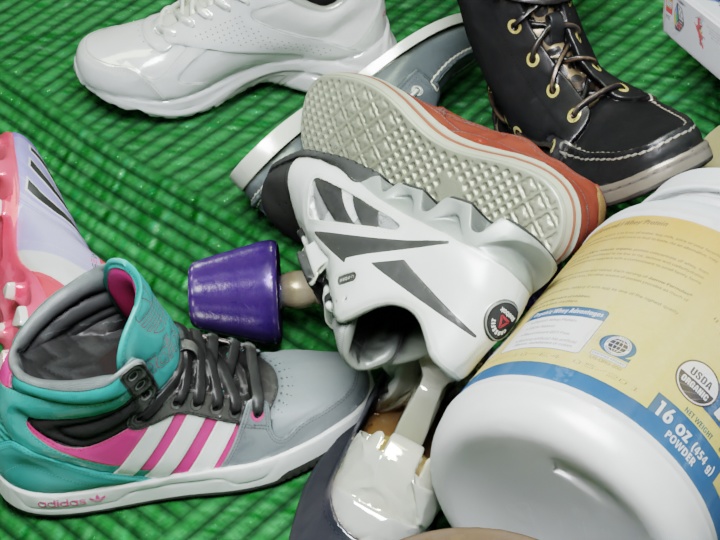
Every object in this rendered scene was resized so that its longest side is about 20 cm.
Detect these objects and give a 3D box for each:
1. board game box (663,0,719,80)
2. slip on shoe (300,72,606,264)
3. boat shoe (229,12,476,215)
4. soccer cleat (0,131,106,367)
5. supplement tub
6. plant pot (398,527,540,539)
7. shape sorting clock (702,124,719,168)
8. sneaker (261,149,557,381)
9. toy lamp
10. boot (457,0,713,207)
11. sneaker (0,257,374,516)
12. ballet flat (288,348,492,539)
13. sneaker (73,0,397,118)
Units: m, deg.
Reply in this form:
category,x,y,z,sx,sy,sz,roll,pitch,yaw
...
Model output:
category,x,y,z,sx,sy,sz,roll,pitch,yaw
board game box,0.260,-0.126,1.162,0.125,0.035,0.200,-5,23,-9
slip on shoe,0.045,-0.053,1.108,0.199,0.074,0.061,25,19,36
boat shoe,0.012,-0.084,1.222,0.200,0.073,0.062,-36,83,-34
soccer cleat,-0.172,-0.004,1.152,0.076,0.067,0.200,14,30,-27
supplement tub,0.141,0.058,0.991,0.144,0.145,0.200,23,50,26
plant pot,0.027,0.195,0.830,0.200,0.093,0.202,-10,66,22
shape sorting clock,0.274,-0.051,1.093,0.199,0.039,0.200,0,27,0
sneaker,0.000,0.000,1.024,0.200,0.074,0.089,20,74,52
toy lamp,0.008,0.009,1.117,0.199,0.058,0.058,-4,43,2
boot,0.108,-0.119,1.126,0.073,0.151,0.200,-24,16,-12
sneaker,-0.091,0.046,1.038,0.199,0.121,0.084,-13,44,-10
ballet flat,0.019,0.087,1.020,0.073,0.073,0.200,13,46,18
sneaker,-0.078,-0.156,1.266,0.199,0.100,0.078,-10,44,-6
